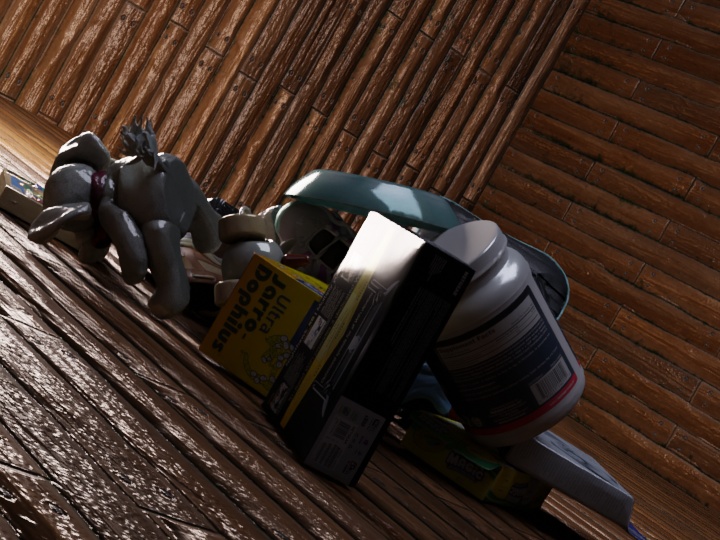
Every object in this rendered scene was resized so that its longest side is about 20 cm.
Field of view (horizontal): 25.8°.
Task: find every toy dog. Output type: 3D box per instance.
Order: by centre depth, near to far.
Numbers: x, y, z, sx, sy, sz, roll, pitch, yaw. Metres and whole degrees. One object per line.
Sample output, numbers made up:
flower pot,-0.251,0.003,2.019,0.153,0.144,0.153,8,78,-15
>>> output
toy dog,-0.093,0.003,1.632,0.095,0.133,0.200,0,6,4

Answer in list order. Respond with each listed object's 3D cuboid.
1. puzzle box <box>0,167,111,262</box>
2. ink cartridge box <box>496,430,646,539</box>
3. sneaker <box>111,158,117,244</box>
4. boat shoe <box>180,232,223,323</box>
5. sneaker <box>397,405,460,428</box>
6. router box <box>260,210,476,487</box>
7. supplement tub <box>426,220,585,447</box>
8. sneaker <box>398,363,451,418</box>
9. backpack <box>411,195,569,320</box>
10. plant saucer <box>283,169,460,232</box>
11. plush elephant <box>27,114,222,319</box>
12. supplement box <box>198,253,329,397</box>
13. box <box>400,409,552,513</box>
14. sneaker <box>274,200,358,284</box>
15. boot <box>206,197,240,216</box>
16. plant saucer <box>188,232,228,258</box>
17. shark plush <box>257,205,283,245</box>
puzzle box,-0.350,-0.065,1.783,0.132,0.026,0.200,30,2,-17
ink cartridge box,0.232,0.220,1.724,0.199,0.041,0.200,32,3,-8
sneaker,-0.274,-0.077,1.736,0.070,0.076,0.200,29,2,-30
boat shoe,-0.164,0.027,1.742,0.200,0.075,0.072,30,34,-51
sneaker,0.090,0.160,1.830,0.097,0.071,0.201,6,-18,9
router box,0.002,0.059,1.294,0.052,0.201,0.157,29,3,-20
supplement tub,0.131,0.065,1.609,0.201,0.140,0.140,60,-8,-19
sneaker,0.014,0.120,1.691,0.198,0.091,0.078,9,-9,-10
backpack,0.135,0.033,1.823,0.199,0.154,0.176,20,36,6
plant saucer,0.017,-0.076,1.691,0.198,0.036,0.200,12,0,0
plush elephant,-0.250,-0.058,1.576,0.154,0.165,0.201,-6,-53,20
supplement box,-0.050,0.071,1.530,0.109,0.109,0.200,32,2,23
box,0.123,0.204,1.676,0.117,0.049,0.200,32,1,29
sneaker,0.000,0.000,1.668,0.200,0.078,0.140,42,-9,-13
boot,-0.222,-0.044,2.040,0.199,0.066,0.165,-1,-32,38
plant saucer,-0.188,-0.019,1.857,0.198,0.035,0.200,2,-4,0
shark plush,-0.050,0.007,1.770,0.200,0.083,0.091,48,40,-17
